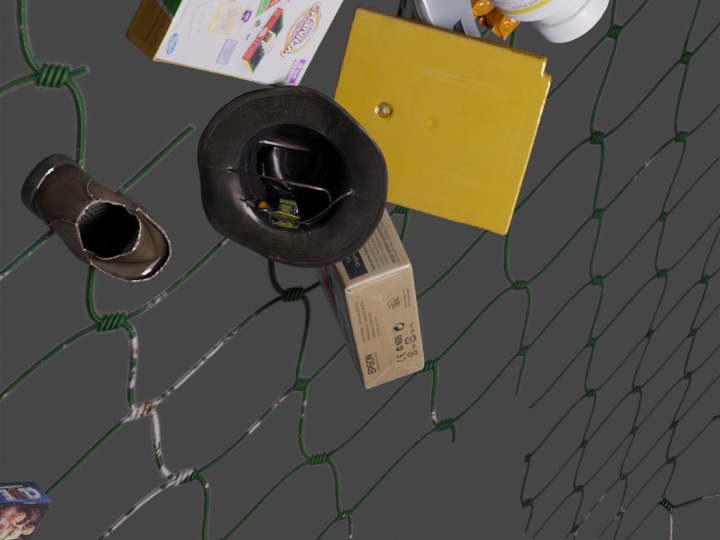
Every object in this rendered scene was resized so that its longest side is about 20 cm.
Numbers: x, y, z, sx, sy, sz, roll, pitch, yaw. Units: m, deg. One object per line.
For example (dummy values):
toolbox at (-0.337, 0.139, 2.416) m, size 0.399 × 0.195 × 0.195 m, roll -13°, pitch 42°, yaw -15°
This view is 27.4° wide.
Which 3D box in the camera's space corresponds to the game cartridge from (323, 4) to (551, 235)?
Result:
game cartridge at (0.070, -0.144, 1.424) m, size 0.032 × 0.199 × 0.178 m, roll -65°, pitch 171°, yaw -72°

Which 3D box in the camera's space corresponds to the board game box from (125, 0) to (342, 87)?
board game box at (-0.091, -0.239, 1.257) m, size 0.199 × 0.040 × 0.154 m, roll 4°, pitch 120°, yaw -58°

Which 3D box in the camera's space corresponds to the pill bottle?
pill bottle at (0.150, -0.307, 1.390) m, size 0.112 × 0.112 × 0.200 m, roll -51°, pitch 128°, yaw 0°

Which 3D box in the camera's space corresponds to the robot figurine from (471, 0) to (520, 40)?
robot figurine at (0.172, -0.340, 1.509) m, size 0.201 × 0.058 × 0.145 m, roll -56°, pitch 152°, yaw 10°

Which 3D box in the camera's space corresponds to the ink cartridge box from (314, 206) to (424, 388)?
ink cartridge box at (0.000, 0.000, 1.534) m, size 0.075 × 0.165 × 0.201 m, roll -21°, pitch 145°, yaw -7°

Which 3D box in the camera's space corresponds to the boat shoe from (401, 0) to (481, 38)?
boat shoe at (0.070, -0.252, 1.452) m, size 0.073 × 0.065 × 0.201 m, roll -38°, pitch 128°, yaw -32°

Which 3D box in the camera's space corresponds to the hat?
hat at (-0.059, -0.103, 1.395) m, size 0.081 × 0.199 × 0.202 m, roll -76°, pitch 179°, yaw -50°

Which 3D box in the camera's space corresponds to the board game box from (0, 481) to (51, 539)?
board game box at (-0.400, 0.296, 1.436) m, size 0.201 × 0.035 × 0.135 m, roll -58°, pitch 152°, yaw 12°

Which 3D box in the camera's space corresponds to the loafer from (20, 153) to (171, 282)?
loafer at (-0.219, -0.029, 1.281) m, size 0.073 × 0.071 × 0.200 m, roll -51°, pitch 152°, yaw 0°
